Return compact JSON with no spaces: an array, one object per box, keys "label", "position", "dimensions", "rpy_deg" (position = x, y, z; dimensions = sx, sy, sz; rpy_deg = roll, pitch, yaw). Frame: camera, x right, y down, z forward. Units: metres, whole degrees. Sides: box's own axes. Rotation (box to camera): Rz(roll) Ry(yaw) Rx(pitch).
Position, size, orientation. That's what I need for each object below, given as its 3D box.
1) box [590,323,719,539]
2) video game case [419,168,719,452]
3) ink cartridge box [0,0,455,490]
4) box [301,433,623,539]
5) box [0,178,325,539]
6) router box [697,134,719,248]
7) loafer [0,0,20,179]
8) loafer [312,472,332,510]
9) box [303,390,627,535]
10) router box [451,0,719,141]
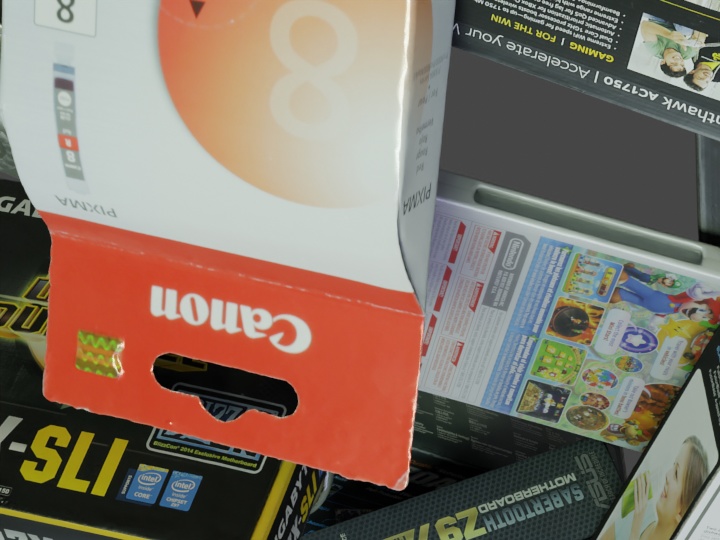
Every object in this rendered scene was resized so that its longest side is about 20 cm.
[{"label":"box","position":[0.168,0.114,1.037],"dimensions":[0.116,0.060,0.201],"rpy_deg":[10,133,-14]},{"label":"video game case","position":[0.080,0.021,1.041],"dimensions":[0.199,0.018,0.144],"rpy_deg":[16,145,0]},{"label":"ink cartridge box","position":[-0.054,-0.024,0.891],"dimensions":[0.161,0.050,0.202],"rpy_deg":[12,108,21]},{"label":"box","position":[0.041,0.161,1.162],"dimensions":[0.157,0.051,0.200],"rpy_deg":[-17,152,-11]},{"label":"box","position":[-0.105,0.045,1.003],"dimensions":[0.199,0.160,0.050],"rpy_deg":[10,144,17]},{"label":"router box","position":[0.210,-0.038,0.995],"dimensions":[0.148,0.051,0.201],"rpy_deg":[-1,143,9]},{"label":"loafer","position":[-0.123,-0.073,0.976],"dimensions":[0.199,0.070,0.075],"rpy_deg":[30,161,-17]},{"label":"loafer","position":[-0.109,0.069,1.082],"dimensions":[0.199,0.070,0.076],"rpy_deg":[16,118,16]},{"label":"box","position":[0.005,0.108,1.199],"dimensions":[0.199,0.046,0.159],"rpy_deg":[19,141,-34]},{"label":"router box","position":[0.068,-0.132,0.842],"dimensions":[0.199,0.051,0.150],"rpy_deg":[21,144,7]}]
